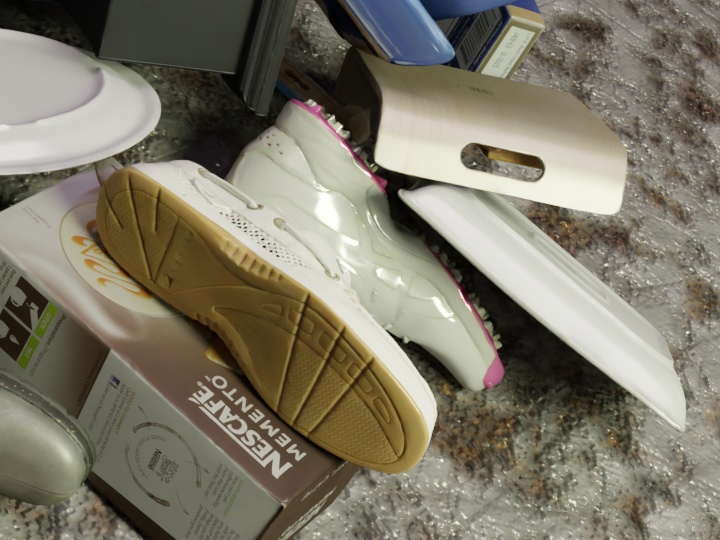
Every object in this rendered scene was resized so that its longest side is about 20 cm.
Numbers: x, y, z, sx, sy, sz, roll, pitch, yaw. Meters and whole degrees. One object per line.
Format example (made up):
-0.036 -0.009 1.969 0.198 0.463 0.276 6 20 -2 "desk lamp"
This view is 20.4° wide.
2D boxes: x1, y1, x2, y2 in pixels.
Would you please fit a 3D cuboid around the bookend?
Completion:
-0.162 -0.176 1.117 0.198 0.092 0.200 4 26 -28 "bookend"

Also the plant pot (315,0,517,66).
0.031 -0.233 1.141 0.200 0.180 0.200 52 -1 -16 "plant pot"

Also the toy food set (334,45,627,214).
0.064 -0.077 1.177 0.143 0.061 0.200 11 15 -10 "toy food set"

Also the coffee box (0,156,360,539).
-0.097 0.049 0.982 0.200 0.080 0.114 42 36 11 "coffee box"

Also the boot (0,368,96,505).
-0.225 0.089 0.862 0.200 0.068 0.131 22 42 -4 "boot"

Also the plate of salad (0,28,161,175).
-0.206 -0.083 1.058 0.199 0.048 0.200 5 25 -2 "plate of salad"

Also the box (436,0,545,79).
0.059 -0.184 1.336 0.032 0.121 0.200 11 42 -27 "box"

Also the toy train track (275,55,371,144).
-0.067 -0.156 1.281 0.200 0.033 0.115 43 37 10 "toy train track"

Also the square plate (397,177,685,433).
0.111 0.006 1.155 0.200 0.028 0.198 40 8 1 "square plate"

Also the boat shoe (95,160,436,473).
-0.032 0.011 0.946 0.200 0.071 0.069 42 37 13 "boat shoe"

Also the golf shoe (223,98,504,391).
0.000 0.000 1.134 0.200 0.091 0.075 51 -2 -8 "golf shoe"
